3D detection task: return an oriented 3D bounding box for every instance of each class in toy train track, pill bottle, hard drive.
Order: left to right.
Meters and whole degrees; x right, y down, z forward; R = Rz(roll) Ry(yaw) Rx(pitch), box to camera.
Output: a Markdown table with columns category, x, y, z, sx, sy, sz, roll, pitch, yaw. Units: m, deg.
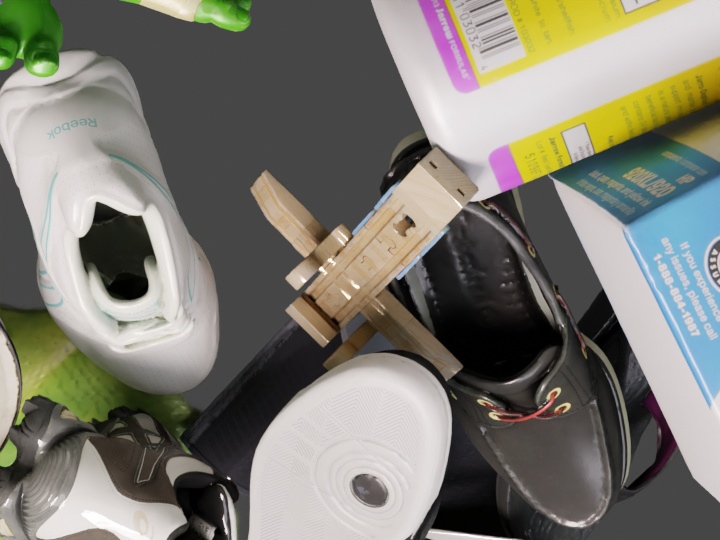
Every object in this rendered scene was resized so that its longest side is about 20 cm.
| category | x | y | z | sx | sy | sz | roll | pitch | yaw |
| --- | --- | --- | --- | --- | --- | --- | --- | --- | --- |
| toy train track | 0.000 | 0.000 | 1.088 | 0.033 | 0.115 | 0.200 | -45 | 179 | -23 |
| hard drive | 0.032 | 0.074 | 1.276 | 0.200 | 0.042 | 0.135 | 17 | 129 | -38 |
| pill bottle | 0.110 | -0.108 | 1.037 | 0.200 | 0.104 | 0.104 | -22 | 142 | 4 |

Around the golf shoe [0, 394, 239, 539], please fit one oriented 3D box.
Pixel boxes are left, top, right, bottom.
| category | x | y | z | sx | sy | sz | roll | pitch | yaw |
| --- | --- | --- | --- | --- | --- | --- | --- | --- | --- |
| golf shoe | -0.093 | 0.106 | 1.169 | 0.078 | 0.094 | 0.200 | -65 | 168 | 2 |

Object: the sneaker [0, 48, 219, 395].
| category | x | y | z | sx | sy | sz | roll | pitch | yaw |
| --- | --- | --- | --- | --- | --- | --- | --- | --- | --- |
| sneaker | -0.098 | 0.002 | 1.104 | 0.070 | 0.080 | 0.200 | -21 | 144 | -2 |

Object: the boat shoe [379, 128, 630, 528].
| category | x | y | z | sx | sy | sz | roll | pitch | yaw |
| --- | --- | --- | --- | --- | --- | --- | --- | --- | --- |
| boat shoe | 0.060 | 0.036 | 1.165 | 0.074 | 0.063 | 0.201 | -16 | 120 | 16 |

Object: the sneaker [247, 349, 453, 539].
| category | x | y | z | sx | sy | sz | roll | pitch | yaw |
| --- | --- | --- | --- | --- | --- | --- | --- | --- | --- |
| sneaker | 0.002 | 0.081 | 1.162 | 0.073 | 0.112 | 0.200 | 31 | 133 | 7 |

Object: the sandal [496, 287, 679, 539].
| category | x | y | z | sx | sy | sz | roll | pitch | yaw |
| --- | --- | --- | --- | --- | --- | --- | --- | --- | --- |
| sandal | 0.123 | 0.051 | 1.233 | 0.075 | 0.048 | 0.201 | 13 | 112 | -39 |

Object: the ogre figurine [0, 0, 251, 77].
| category | x | y | z | sx | sy | sz | roll | pitch | yaw |
| --- | --- | --- | --- | --- | --- | --- | --- | --- | --- |
| ogre figurine | -0.080 | -0.137 | 0.906 | 0.200 | 0.098 | 0.120 | -10 | 131 | -40 |

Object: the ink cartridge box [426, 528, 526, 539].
| category | x | y | z | sx | sy | sz | roll | pitch | yaw |
| --- | --- | --- | --- | --- | --- | --- | --- | --- | --- |
| ink cartridge box | 0.039 | 0.181 | 1.320 | 0.116 | 0.068 | 0.200 | 5 | 159 | 14 |

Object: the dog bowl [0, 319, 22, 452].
| category | x | y | z | sx | sy | sz | roll | pitch | yaw |
| --- | --- | --- | --- | --- | --- | --- | --- | --- | --- |
| dog bowl | -0.238 | 0.034 | 1.085 | 0.200 | 0.074 | 0.200 | -11 | 142 | -9 |

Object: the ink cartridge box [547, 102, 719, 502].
| category | x | y | z | sx | sy | sz | roll | pitch | yaw |
| --- | --- | --- | --- | --- | --- | --- | --- | --- | --- |
| ink cartridge box | 0.202 | -0.010 | 1.039 | 0.200 | 0.145 | 0.147 | -28 | 101 | -2 |
